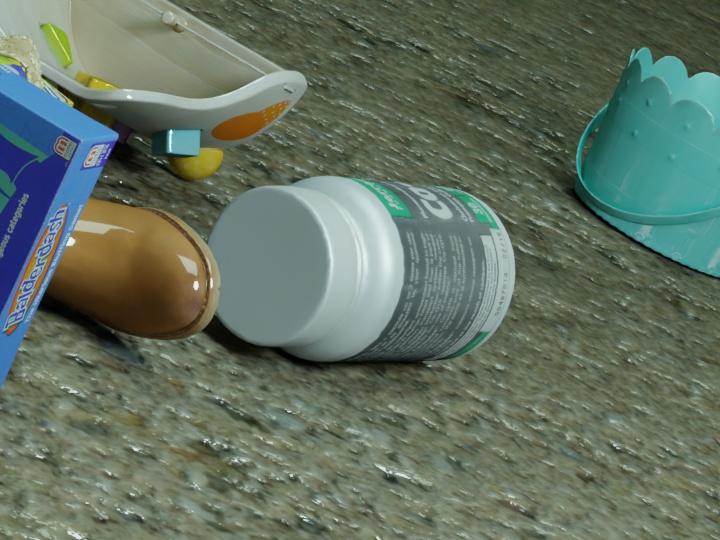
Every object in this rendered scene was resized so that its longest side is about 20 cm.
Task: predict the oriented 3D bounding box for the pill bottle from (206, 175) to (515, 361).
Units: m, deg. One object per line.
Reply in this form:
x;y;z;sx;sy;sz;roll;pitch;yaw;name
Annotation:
0.000;0.000;1.687;0.113;0.113;0.200;36;18;29;pill bottle

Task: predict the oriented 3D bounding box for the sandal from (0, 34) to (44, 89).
-0.224;-0.116;1.625;0.212;0.070;0.078;9;-41;52;sandal

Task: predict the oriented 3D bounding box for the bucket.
0.294;-0.092;2.415;0.207;0.135;0.207;25;15;-7;bucket

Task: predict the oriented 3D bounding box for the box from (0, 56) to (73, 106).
-0.277;-0.131;1.750;0.200;0.064;0.070;37;18;33;box

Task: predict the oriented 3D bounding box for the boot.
-0.188;-0.020;1.506;0.200;0.077;0.155;32;13;30;boot

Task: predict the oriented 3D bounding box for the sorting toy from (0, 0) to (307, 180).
-0.167;-0.136;1.829;0.200;0.107;0.180;31;10;17;sorting toy

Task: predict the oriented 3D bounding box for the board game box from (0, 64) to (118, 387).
-0.241;-0.051;1.390;0.200;0.152;0.045;31;17;16;board game box
